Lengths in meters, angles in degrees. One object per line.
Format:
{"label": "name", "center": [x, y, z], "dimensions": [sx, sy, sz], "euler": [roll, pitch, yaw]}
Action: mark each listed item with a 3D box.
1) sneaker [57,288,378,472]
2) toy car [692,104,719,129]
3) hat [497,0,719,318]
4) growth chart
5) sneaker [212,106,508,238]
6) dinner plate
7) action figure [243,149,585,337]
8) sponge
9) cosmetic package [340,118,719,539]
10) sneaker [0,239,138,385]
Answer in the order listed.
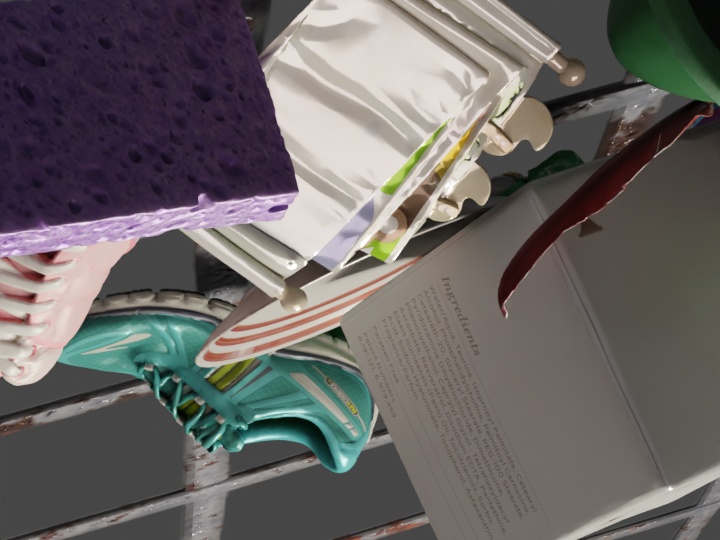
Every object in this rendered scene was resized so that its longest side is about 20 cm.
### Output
{"label": "sneaker", "center": [-0.084, 0.062, 1.519], "dimensions": [0.199, 0.080, 0.078], "euler": [14, 158, -12]}
{"label": "toy car", "center": [0.248, -0.044, 1.470], "dimensions": [0.149, 0.201, 0.175], "euler": [11, 130, -27]}
{"label": "hat", "center": [0.144, -0.112, 1.253], "dimensions": [0.199, 0.166, 0.176], "euler": [-29, -179, -33]}
{"label": "growth chart", "center": [-0.003, -0.066, 1.253], "dimensions": [0.200, 0.018, 0.145], "euler": [-41, 116, 14]}
{"label": "sneaker", "center": [-0.009, -0.051, 1.336], "dimensions": [0.199, 0.091, 0.067], "euler": [-10, 159, -25]}
{"label": "dinner plate", "center": [0.000, 0.000, 1.404], "dimensions": [0.199, 0.024, 0.200], "euler": [-25, 173, -3]}
{"label": "action figure", "center": [0.043, -0.018, 1.522], "dimensions": [0.199, 0.055, 0.118], "euler": [-24, 158, 23]}
{"label": "sponge", "center": [-0.132, -0.065, 1.159], "dimensions": [0.199, 0.112, 0.030], "euler": [-9, 159, -27]}
{"label": "cosmetic package", "center": [0.127, 0.043, 1.389], "dimensions": [0.167, 0.167, 0.200], "euler": [-18, 170, -35]}
{"label": "sneaker", "center": [-0.158, 0.000, 1.267], "dimensions": [0.105, 0.075, 0.200], "euler": [-58, -179, -15]}
